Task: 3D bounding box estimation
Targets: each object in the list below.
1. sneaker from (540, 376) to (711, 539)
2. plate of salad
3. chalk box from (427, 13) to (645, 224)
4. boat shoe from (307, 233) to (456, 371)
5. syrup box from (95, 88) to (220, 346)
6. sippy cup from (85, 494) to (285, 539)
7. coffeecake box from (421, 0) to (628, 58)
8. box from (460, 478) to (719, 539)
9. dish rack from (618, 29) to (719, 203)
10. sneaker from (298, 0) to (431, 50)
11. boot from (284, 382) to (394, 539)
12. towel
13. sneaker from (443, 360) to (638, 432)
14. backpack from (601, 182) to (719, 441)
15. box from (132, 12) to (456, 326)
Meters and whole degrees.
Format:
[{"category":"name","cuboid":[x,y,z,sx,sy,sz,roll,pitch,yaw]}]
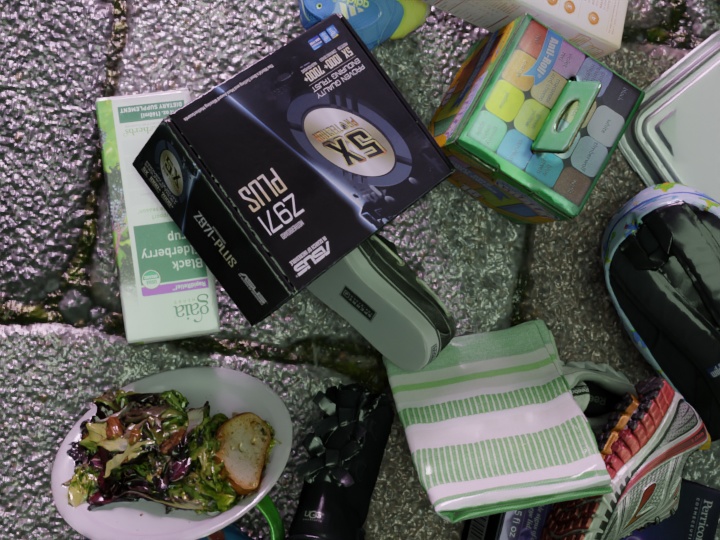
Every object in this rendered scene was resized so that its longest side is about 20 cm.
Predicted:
[{"category":"sneaker","cuboid":[0.216,0.189,1.044,0.082,0.078,0.201,37,82,-9]},{"category":"plate of salad","cuboid":[-0.153,0.138,1.031,0.198,0.201,0.048,-19,128,-10]},{"category":"chalk box","cuboid":[0.141,-0.123,1.074,0.123,0.200,0.125,31,84,-8]},{"category":"boat shoe","cuboid":[0.000,0.000,1.120,0.200,0.071,0.064,47,44,5]},{"category":"syrup box","cuboid":[-0.170,-0.042,1.077,0.078,0.081,0.203,-7,90,-10]},{"category":"sippy cup","cuboid":[-0.153,0.241,1.060,0.178,0.140,0.130,-42,86,-19]},{"category":"coffeecake box","cuboid":[0.136,-0.286,1.106,0.198,0.073,0.155,19,74,-22]},{"category":"box","cuboid":[0.197,0.236,1.131,0.198,0.104,0.150,13,86,-10]},{"category":"dish rack","cuboid":[0.350,-0.108,1.193,0.171,0.044,0.201,-38,97,-9]},{"category":"sneaker","cuboid":[-0.030,-0.272,1.108,0.105,0.076,0.200,-42,97,-7]},{"category":"boot","cuboid":[-0.015,0.202,1.091,0.072,0.199,0.164,8,56,12]},{"category":"towel","cuboid":[0.109,0.119,1.061,0.151,0.201,0.024,-10,128,-4]},{"category":"sneaker","cuboid":[0.156,0.108,1.138,0.197,0.081,0.076,3,91,-9]},{"category":"backpack","cuboid":[0.297,0.020,1.134,0.200,0.154,0.163,40,112,-18]},{"category":"box","cuboid":[-0.051,-0.083,1.029,0.199,0.086,0.164,-37,91,-33]}]
